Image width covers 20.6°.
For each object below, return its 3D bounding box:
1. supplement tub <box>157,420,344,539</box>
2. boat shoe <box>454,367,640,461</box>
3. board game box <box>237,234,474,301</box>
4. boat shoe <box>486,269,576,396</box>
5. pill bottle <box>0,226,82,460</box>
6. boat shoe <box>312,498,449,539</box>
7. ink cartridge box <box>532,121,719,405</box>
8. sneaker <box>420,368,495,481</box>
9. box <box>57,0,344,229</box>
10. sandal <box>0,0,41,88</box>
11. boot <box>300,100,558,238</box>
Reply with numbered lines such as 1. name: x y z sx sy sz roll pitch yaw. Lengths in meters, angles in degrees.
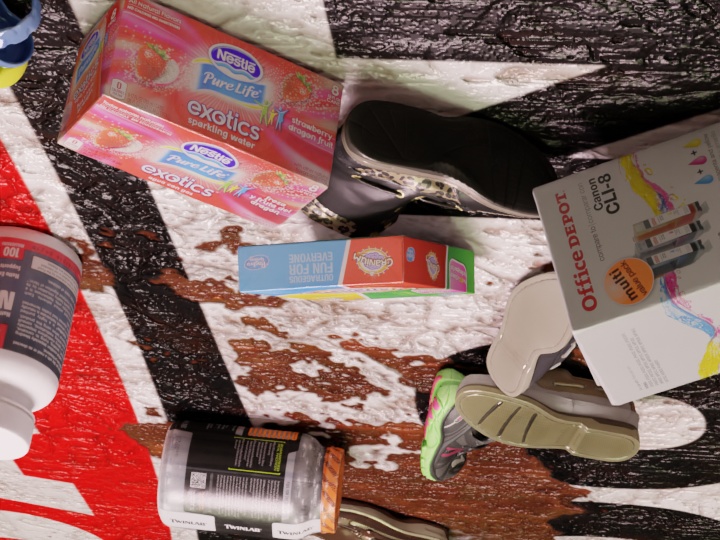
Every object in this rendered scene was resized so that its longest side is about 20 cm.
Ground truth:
1. supplement tub: -0.121 0.238 2.234 0.199 0.123 0.123 6 153 4
2. boat shoe: 0.188 0.137 2.015 0.200 0.069 0.075 17 139 -16
3. board game box: 0.000 0.000 1.754 0.153 0.040 0.200 -4 176 21
4. boat shoe: 0.179 0.050 1.892 0.063 0.073 0.200 -28 161 -29
5. pill bottle: -0.340 0.071 1.888 0.119 0.200 0.120 6 152 3
6. boat shoe: 0.012 0.334 2.432 0.202 0.075 0.075 13 152 -11
7. ink cartridge box: 0.260 -0.008 1.588 0.200 0.146 0.145 -20 147 12
8. sneaker: 0.109 0.173 2.101 0.084 0.077 0.200 11 154 3
9. box: -0.124 -0.125 1.569 0.200 0.103 0.095 22 149 -23
10. sandal: -0.320 -0.209 1.495 0.200 0.080 0.087 18 148 -37
11. boot: 0.049 -0.072 1.656 0.200 0.073 0.151 12 157 -24
